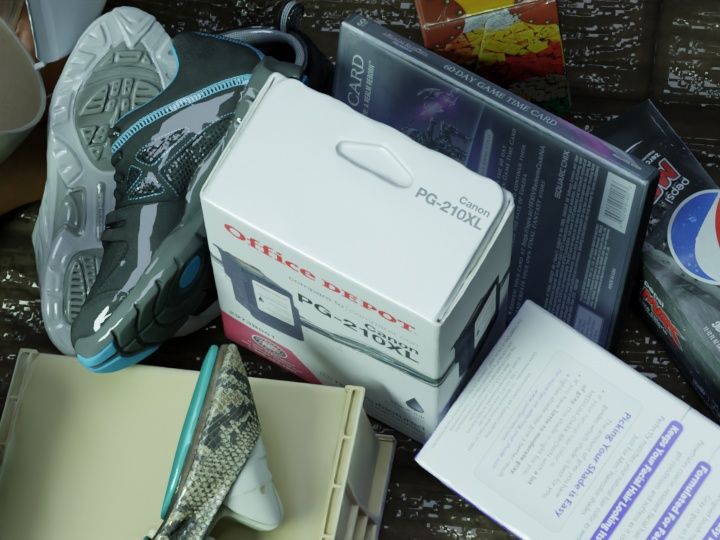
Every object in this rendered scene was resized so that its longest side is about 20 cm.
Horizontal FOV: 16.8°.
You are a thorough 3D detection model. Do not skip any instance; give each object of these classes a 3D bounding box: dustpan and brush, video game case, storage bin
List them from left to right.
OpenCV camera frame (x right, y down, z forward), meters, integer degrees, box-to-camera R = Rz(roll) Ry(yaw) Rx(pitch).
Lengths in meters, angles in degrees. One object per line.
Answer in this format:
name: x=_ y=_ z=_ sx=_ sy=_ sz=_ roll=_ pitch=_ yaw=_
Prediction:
dustpan and brush: x=-0.175 y=-0.194 z=1.417 sx=0.057 sy=0.200 sz=0.140 roll=-7 pitch=99 yaw=24
storage bin: x=-0.101 y=0.155 z=1.308 sx=0.199 sy=0.094 sz=0.200 roll=6 pitch=66 yaw=13
video game case: x=0.066 y=-0.042 z=1.352 sx=0.199 sy=0.143 sz=0.019 roll=30 pitch=46 yaw=22

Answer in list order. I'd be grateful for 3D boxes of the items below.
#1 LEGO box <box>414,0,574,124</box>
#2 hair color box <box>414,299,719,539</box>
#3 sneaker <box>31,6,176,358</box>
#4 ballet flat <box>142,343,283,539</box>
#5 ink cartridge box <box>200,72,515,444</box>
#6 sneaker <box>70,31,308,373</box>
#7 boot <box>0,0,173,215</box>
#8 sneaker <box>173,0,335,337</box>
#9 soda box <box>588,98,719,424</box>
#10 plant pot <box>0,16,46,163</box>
LEGO box: x=0.063 y=-0.191 z=1.419 sx=0.077 sy=0.149 sz=0.201 roll=-13 pitch=63 yaw=3
hair color box: x=0.142 y=0.117 z=1.291 sx=0.200 sy=0.065 sz=0.110 roll=35 pitch=87 yaw=25
sneaker: x=-0.154 y=-0.050 z=1.382 sx=0.078 sy=0.099 sz=0.201 roll=11 pitch=87 yaw=-20
ballet flat: x=-0.084 y=0.139 z=1.232 sx=0.075 sy=0.068 sz=0.201 roll=26 pitch=76 yaw=-2
ink cartridge box: x=0.000 y=0.000 z=1.296 sx=0.144 sy=0.200 sz=0.085 roll=28 pitch=71 yaw=12
sneaker: x=-0.107 y=-0.037 z=1.315 sx=0.082 sy=0.073 sz=0.201 roll=27 pitch=73 yaw=12
boot: x=-0.191 y=-0.061 z=1.451 sx=0.154 sy=0.077 sz=0.201 roll=10 pitch=80 yaw=-11
sneaker: x=-0.081 y=-0.064 z=1.400 sx=0.075 sy=0.114 sz=0.201 roll=25 pitch=71 yaw=21
soda box: x=0.187 y=0.006 z=1.342 sx=0.063 sy=0.071 sz=0.200 roll=-29 pitch=63 yaw=-11
plant pot: x=-0.290 y=-0.092 z=1.327 sx=0.200 sy=0.200 sz=0.135 roll=49 pitch=113 yaw=26
